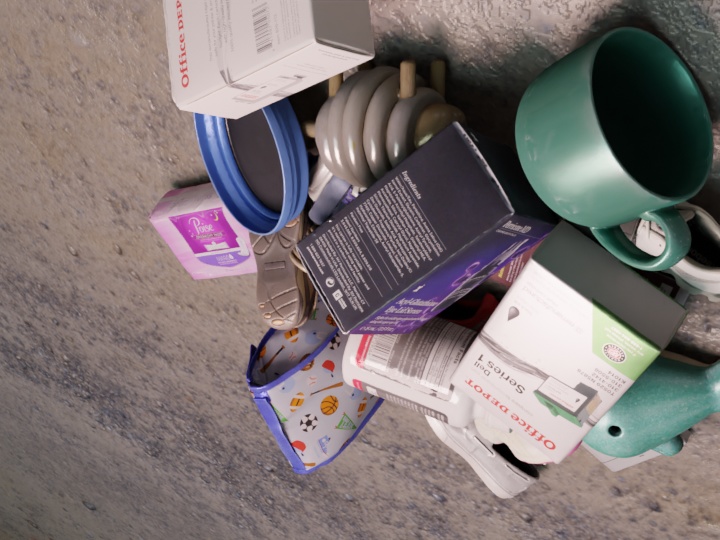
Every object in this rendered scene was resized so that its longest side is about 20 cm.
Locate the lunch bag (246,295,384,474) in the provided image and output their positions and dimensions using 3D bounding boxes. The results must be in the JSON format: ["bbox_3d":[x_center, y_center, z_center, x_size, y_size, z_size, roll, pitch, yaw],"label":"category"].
[{"bbox_3d":[-0.059,0.141,1.320,0.124,0.200,0.170,6,134,36],"label":"lunch bag"}]

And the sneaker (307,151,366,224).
[{"bbox_3d":[0.016,-0.095,1.099,0.200,0.081,0.146,-4,133,50],"label":"sneaker"}]

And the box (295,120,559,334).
[{"bbox_3d":[0.066,-0.033,0.956,0.200,0.148,0.104,-37,72,22],"label":"box"}]

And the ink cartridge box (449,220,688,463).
[{"bbox_3d":[0.196,0.075,0.982,0.146,0.084,0.200,37,134,11],"label":"ink cartridge box"}]

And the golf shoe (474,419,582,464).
[{"bbox_3d":[0.185,0.174,1.211,0.092,0.075,0.200,50,160,-22],"label":"golf shoe"}]

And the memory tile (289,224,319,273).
[{"bbox_3d":[0.000,0.000,1.141,0.153,0.200,0.017,33,107,0],"label":"memory tile"}]

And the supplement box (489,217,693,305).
[{"bbox_3d":[0.235,-0.006,1.031,0.200,0.061,0.109,25,140,15],"label":"supplement box"}]

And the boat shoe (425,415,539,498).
[{"bbox_3d":[0.161,0.221,1.339,0.069,0.072,0.200,-35,98,30],"label":"boat shoe"}]

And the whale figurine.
[{"bbox_3d":[0.316,0.140,1.074,0.200,0.104,0.159,-7,113,28],"label":"whale figurine"}]

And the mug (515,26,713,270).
[{"bbox_3d":[0.204,-0.100,0.854,0.152,0.185,0.114,26,152,-26],"label":"mug"}]

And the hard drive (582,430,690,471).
[{"bbox_3d":[0.274,0.154,1.200,0.200,0.027,0.132,42,143,-5],"label":"hard drive"}]

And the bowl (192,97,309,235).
[{"bbox_3d":[-0.122,-0.139,1.120,0.201,0.039,0.201,38,139,42],"label":"bowl"}]

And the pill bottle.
[{"bbox_3d":[0.089,0.111,1.140,0.200,0.111,0.111,20,140,18],"label":"pill bottle"}]

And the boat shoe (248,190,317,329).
[{"bbox_3d":[-0.088,-0.028,1.213,0.074,0.200,0.073,-1,175,24],"label":"boat shoe"}]

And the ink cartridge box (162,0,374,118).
[{"bbox_3d":[-0.092,-0.245,0.958,0.200,0.083,0.147,-14,79,41],"label":"ink cartridge box"}]

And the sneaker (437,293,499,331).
[{"bbox_3d":[0.091,0.061,1.226,0.200,0.077,0.085,-9,119,32],"label":"sneaker"}]

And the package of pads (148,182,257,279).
[{"bbox_3d":[-0.175,-0.056,1.307,0.200,0.076,0.121,-6,128,44],"label":"package of pads"}]

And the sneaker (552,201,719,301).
[{"bbox_3d":[0.268,-0.048,0.925,0.200,0.074,0.089,28,171,12],"label":"sneaker"}]

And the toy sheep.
[{"bbox_3d":[0.020,-0.144,1.010,0.200,0.138,0.138,9,136,41],"label":"toy sheep"}]
